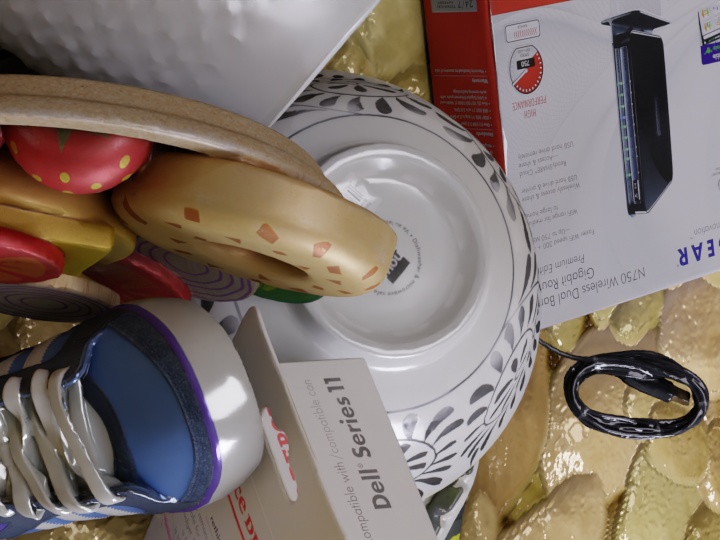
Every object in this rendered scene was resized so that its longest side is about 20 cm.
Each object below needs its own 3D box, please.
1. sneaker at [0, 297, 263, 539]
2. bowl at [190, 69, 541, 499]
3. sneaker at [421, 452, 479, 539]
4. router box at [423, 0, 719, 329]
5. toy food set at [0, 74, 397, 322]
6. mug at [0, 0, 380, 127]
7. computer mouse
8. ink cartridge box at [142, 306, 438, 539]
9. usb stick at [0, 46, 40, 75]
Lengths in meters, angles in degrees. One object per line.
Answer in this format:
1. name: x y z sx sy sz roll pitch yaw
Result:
1. sneaker: -0.136 0.073 0.753 0.146 0.199 0.081 -24 98 -30
2. bowl: 0.000 0.000 0.876 0.199 0.094 0.203 4 78 -17
3. sneaker: 0.009 0.135 0.949 0.085 0.074 0.202 84 16 -68
4. router box: 0.127 -0.079 1.055 0.199 0.049 0.181 -16 105 -38
5. toy food set: -0.096 -0.018 0.750 0.198 0.198 0.049 10 75 -20
6. mug: -0.061 -0.152 0.749 0.175 0.148 0.200 42 80 -4
7. computer mouse: 0.073 0.025 0.981 0.199 0.034 0.059 29 87 -6
8. ink cartridge box: -0.027 0.115 0.799 0.067 0.118 0.201 -3 141 -27
9. usb stick: -0.104 -0.079 0.827 0.199 0.033 0.056 -25 114 -11
